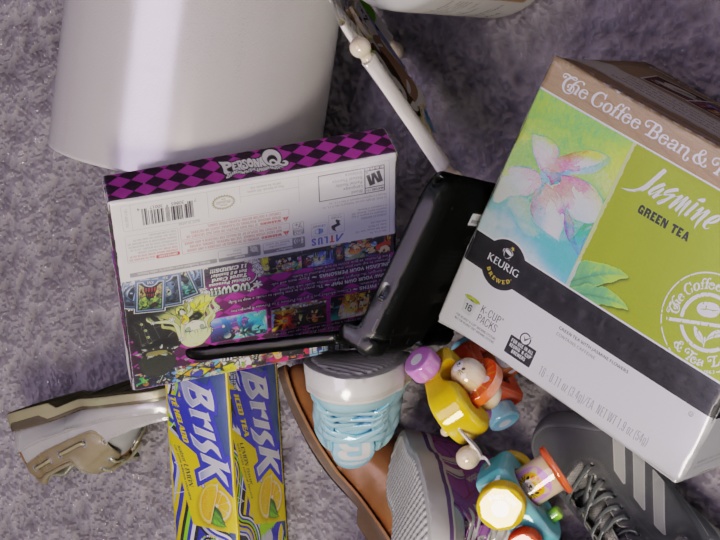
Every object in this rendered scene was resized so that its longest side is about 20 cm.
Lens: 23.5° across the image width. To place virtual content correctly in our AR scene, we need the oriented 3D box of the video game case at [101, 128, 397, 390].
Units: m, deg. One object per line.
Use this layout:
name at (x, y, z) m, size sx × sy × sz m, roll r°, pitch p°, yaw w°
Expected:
video game case at (-0.073, -0.005, 1.218) m, size 0.036 × 0.200 × 0.181 m, roll -112°, pitch 15°, yaw -46°

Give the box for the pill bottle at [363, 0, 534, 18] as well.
pill bottle at (0.042, -0.227, 1.144) m, size 0.114 × 0.200 × 0.115 m, roll 4°, pitch 97°, yaw 34°

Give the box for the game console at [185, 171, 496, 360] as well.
game console at (0.000, 0.000, 1.137) m, size 0.116 × 0.200 × 0.176 m, roll 27°, pitch 98°, yaw 15°

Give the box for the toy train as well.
toy train at (0.103, 0.107, 1.137) m, size 0.056 × 0.150 × 0.200 m, roll -36°, pitch 55°, yaw 17°

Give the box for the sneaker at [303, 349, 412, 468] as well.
sneaker at (0.001, 0.096, 1.181) m, size 0.074 × 0.200 × 0.082 m, roll -3°, pitch 89°, yaw 4°

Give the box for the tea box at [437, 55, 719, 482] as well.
tea box at (0.191, -0.007, 1.103) m, size 0.200 × 0.134 × 0.197 m, roll 33°, pitch 111°, yaw 28°

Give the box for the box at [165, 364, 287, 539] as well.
box at (-0.105, 0.149, 1.359) m, size 0.064 × 0.070 × 0.200 m, roll -2°, pitch 93°, yaw 32°

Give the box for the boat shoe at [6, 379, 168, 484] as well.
boat shoe at (-0.209, 0.131, 1.435) m, size 0.200 × 0.075 × 0.069 m, roll -14°, pitch 92°, yaw 42°

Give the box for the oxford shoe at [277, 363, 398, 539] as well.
oxford shoe at (0.008, 0.141, 1.297) m, size 0.071 × 0.071 × 0.200 m, roll -37°, pitch 70°, yaw 1°

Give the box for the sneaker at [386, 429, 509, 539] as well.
sneaker at (0.080, 0.162, 1.163) m, size 0.114 × 0.200 × 0.073 m, roll 17°, pitch 105°, yaw -4°

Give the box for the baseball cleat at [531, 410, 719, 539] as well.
baseball cleat at (0.176, 0.166, 1.146) m, size 0.200 × 0.106 × 0.070 m, roll 38°, pitch 119°, yaw 28°

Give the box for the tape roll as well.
tape roll at (-0.121, -0.146, 1.264) m, size 0.202 × 0.203 × 0.139 m, roll 16°, pitch 103°, yaw 32°

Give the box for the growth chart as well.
growth chart at (0.015, -0.144, 1.182) m, size 0.018 × 0.145 × 0.200 m, roll -33°, pitch 35°, yaw 10°
